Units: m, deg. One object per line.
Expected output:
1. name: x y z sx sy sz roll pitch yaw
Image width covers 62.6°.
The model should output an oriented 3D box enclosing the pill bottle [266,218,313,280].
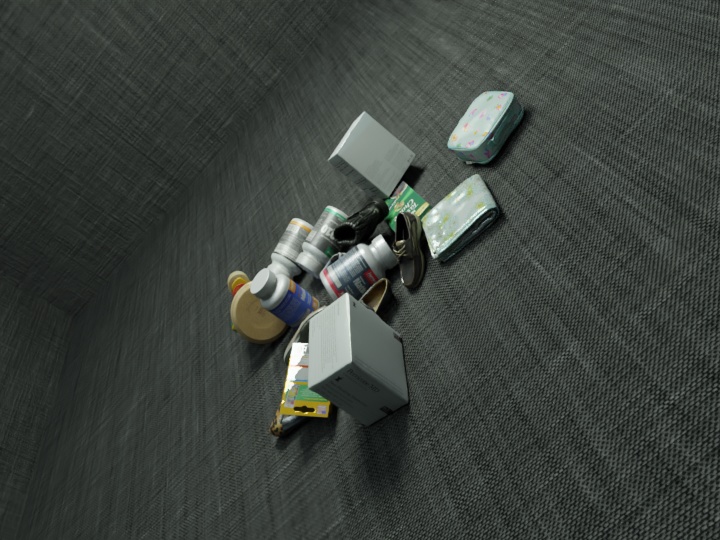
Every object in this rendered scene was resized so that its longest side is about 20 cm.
1. pill bottle: -0.223 -0.058 1.941 0.115 0.116 0.203 10 67 55

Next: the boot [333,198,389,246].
1. boot: -0.019 -0.109 1.667 0.158 0.079 0.211 -44 -3 -36

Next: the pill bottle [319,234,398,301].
1. pill bottle: 0.000 0.000 1.581 0.198 0.120 0.120 -36 34 4

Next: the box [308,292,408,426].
1. box: -0.007 0.200 1.328 0.130 0.198 0.203 -34 35 25

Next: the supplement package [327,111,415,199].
1. supplement package: 0.030 -0.335 1.768 0.154 0.198 0.150 -55 12 -7

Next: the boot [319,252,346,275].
1. boot: -0.024 -0.022 1.664 0.200 0.095 0.074 -43 33 14

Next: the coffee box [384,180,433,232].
1. coffee box: 0.127 -0.164 1.657 0.123 0.044 0.201 -47 32 10

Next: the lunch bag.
1. lunch bag: 0.332 -0.374 1.566 0.202 0.077 0.159 -56 33 -5

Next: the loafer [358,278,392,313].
1. loafer: 0.010 0.100 1.478 0.072 0.073 0.202 27 66 16

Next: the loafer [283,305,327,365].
1. loafer: -0.153 0.176 1.671 0.202 0.071 0.063 -52 24 6

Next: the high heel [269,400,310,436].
1. high heel: -0.197 0.330 1.567 0.141 0.071 0.203 -33 44 19

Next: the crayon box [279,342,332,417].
1. crayon box: -0.125 0.282 1.483 0.122 0.052 0.204 2 50 6

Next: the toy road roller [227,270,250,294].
1. toy road roller: -0.359 0.114 1.870 0.147 0.199 0.123 -50 15 -5

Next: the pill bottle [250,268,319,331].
1. pill bottle: -0.220 0.082 1.720 0.111 0.199 0.114 -31 37 27

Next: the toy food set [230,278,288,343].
1. toy food set: -0.300 0.120 1.798 0.049 0.193 0.206 -154 81 -74

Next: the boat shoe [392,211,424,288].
1. boat shoe: 0.113 -0.054 1.507 0.074 0.072 0.206 -23 60 42

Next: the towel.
1. towel: 0.243 -0.134 1.475 0.199 0.048 0.173 -40 35 20

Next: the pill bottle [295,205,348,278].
1. pill bottle: -0.110 -0.085 1.823 0.112 0.112 0.203 18 74 56
